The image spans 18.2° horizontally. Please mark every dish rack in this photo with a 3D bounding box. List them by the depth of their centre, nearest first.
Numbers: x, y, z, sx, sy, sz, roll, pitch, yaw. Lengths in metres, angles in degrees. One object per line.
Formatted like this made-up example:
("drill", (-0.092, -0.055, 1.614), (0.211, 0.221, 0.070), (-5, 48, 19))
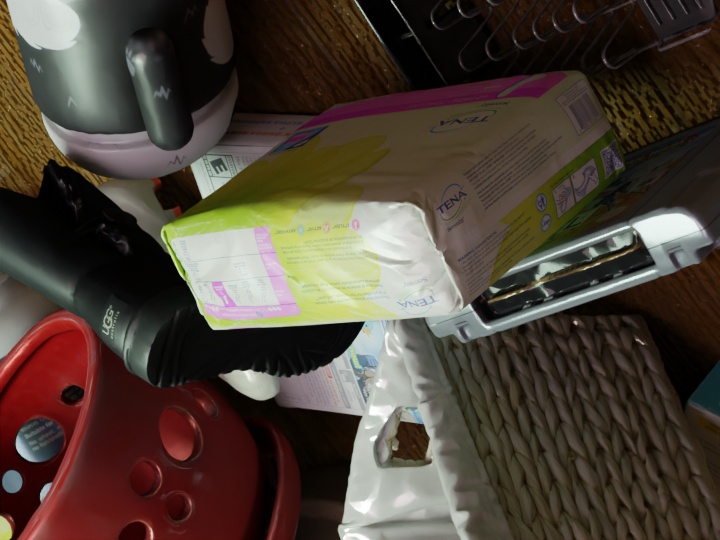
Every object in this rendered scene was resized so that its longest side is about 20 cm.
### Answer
("dish rack", (0.084, -0.153, 1.157), (0.200, 0.055, 0.154), (-19, 110, 53))

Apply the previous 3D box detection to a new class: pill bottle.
("pill bottle", (-0.233, 0.069, 1.553), (0.119, 0.120, 0.200), (-15, 112, 45))

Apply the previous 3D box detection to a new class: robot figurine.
("robot figurine", (-0.136, -0.147, 1.292), (0.124, 0.150, 0.200), (7, 131, 21))

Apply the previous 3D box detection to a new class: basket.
("basket", (0.095, 0.153, 1.258), (0.160, 0.200, 0.199), (-2, 134, -15))

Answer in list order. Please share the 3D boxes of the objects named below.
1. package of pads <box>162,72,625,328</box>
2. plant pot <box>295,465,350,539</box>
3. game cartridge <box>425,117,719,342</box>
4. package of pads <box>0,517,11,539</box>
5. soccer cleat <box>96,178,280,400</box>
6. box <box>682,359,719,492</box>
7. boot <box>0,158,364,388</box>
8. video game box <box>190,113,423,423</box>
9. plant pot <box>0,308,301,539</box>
("package of pads", (0.012, -0.035, 1.150), (0.200, 0.154, 0.068), (-5, 116, 46))
("plant pot", (-0.020, 0.258, 1.493), (0.200, 0.175, 0.201), (21, 133, 24))
("game cartridge", (0.136, -0.026, 1.166), (0.200, 0.133, 0.042), (-22, 108, 47))
("package of pads", (-0.307, 0.130, 1.648), (0.154, 0.068, 0.200), (-30, 105, 3))
("soccer cleat", (-0.119, 0.019, 1.402), (0.200, 0.077, 0.069), (49, 157, 34))
("box", (0.209, 0.148, 1.310), (0.082, 0.049, 0.200), (30, 137, 17))
("boot", (-0.109, -0.006, 1.300), (0.168, 0.200, 0.077), (35, 118, 32))
("video game box", (0.000, 0.000, 1.364), (0.182, 0.047, 0.201), (7, 127, 39))
("plant pot", (-0.148, 0.145, 1.425), (0.182, 0.201, 0.200), (26, 146, -26))
